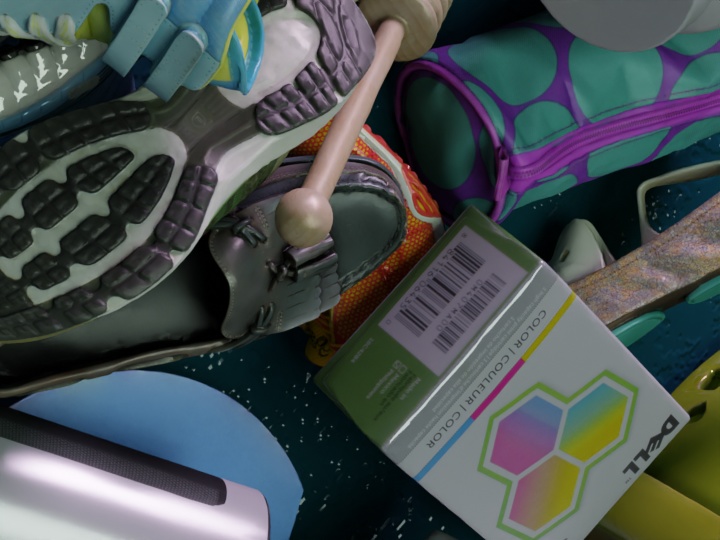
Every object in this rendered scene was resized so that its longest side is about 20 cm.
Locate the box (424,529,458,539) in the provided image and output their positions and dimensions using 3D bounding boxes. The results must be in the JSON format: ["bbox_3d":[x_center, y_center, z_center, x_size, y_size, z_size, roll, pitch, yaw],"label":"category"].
[{"bbox_3d":[0.020,0.251,0.929,0.199,0.130,0.201,-33,147,-62],"label":"box"}]

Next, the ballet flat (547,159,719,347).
[{"bbox_3d":[0.136,-0.004,1.051,0.199,0.068,0.068,-29,167,7],"label":"ballet flat"}]

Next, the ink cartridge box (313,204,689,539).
[{"bbox_3d":[0.078,0.070,0.978,0.104,0.059,0.200,-48,134,-2],"label":"ink cartridge box"}]

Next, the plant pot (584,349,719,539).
[{"bbox_3d":[0.217,0.162,1.091,0.180,0.199,0.201,-22,115,-23],"label":"plant pot"}]

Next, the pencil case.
[{"bbox_3d":[0.114,-0.082,1.009,0.199,0.092,0.086,-20,127,-28],"label":"pencil case"}]

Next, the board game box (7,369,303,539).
[{"bbox_3d":[-0.117,0.137,0.940,0.157,0.039,0.202,16,91,-31],"label":"board game box"}]

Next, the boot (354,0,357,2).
[{"bbox_3d":[-0.014,-0.210,0.913,0.200,0.072,0.167,-40,110,-19],"label":"boot"}]

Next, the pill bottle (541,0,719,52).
[{"bbox_3d":[0.156,-0.174,0.968,0.200,0.112,0.113,-39,124,-44],"label":"pill bottle"}]

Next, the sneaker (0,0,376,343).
[{"bbox_3d":[-0.079,-0.032,0.841,0.200,0.089,0.077,-38,82,-21],"label":"sneaker"}]

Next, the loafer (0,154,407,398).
[{"bbox_3d":[-0.069,0.011,0.883,0.199,0.063,0.072,-18,113,-8],"label":"loafer"}]

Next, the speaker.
[{"bbox_3d":[-0.140,0.094,0.846,0.199,0.081,0.082,21,91,-18],"label":"speaker"}]

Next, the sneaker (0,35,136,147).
[{"bbox_3d":[-0.161,-0.029,0.837,0.199,0.078,0.090,-31,122,-25],"label":"sneaker"}]

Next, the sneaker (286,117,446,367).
[{"bbox_3d":[0.000,0.000,0.964,0.077,0.073,0.201,-37,119,-15],"label":"sneaker"}]

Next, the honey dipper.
[{"bbox_3d":[0.001,-0.074,0.895,0.200,0.038,0.038,-66,140,-51],"label":"honey dipper"}]

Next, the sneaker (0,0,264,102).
[{"bbox_3d":[-0.110,-0.093,0.775,0.199,0.080,0.131,-32,105,21],"label":"sneaker"}]
